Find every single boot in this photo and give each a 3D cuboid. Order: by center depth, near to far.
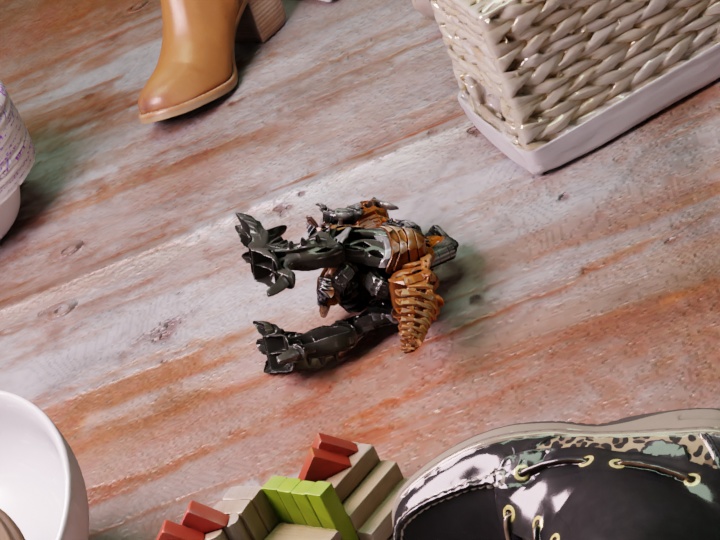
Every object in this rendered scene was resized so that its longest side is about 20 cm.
[{"bbox_3d":[0.097,0.141,1.190,0.199,0.074,0.151,-10,30,19],"label":"boot"},{"bbox_3d":[-0.145,-0.221,1.977,0.073,0.155,0.200,-7,32,34],"label":"boot"}]

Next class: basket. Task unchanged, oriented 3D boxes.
[{"bbox_3d":[0.156,-0.176,1.657,0.199,0.124,0.136,-29,27,-7],"label":"basket"}]

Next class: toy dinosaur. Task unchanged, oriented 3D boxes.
[{"bbox_3d":[0.000,0.000,1.521,0.135,0.103,0.200,-13,2,-11],"label":"toy dinosaur"}]

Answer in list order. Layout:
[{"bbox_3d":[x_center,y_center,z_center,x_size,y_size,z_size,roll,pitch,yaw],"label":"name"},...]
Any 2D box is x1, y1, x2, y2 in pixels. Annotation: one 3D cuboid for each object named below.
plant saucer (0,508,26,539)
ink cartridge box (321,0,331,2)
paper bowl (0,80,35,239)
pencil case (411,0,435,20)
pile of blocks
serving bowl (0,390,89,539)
[{"bbox_3d":[-0.262,0.202,1.340,0.199,0.029,0.201,-18,49,21],"label":"plant saucer"},{"bbox_3d":[-0.004,-0.319,2.110,0.200,0.085,0.144,-37,28,-22],"label":"ink cartridge box"},{"bbox_3d":[-0.343,-0.060,1.920,0.199,0.105,0.201,-21,26,11],"label":"paper bowl"},{"bbox_3d":[0.129,-0.236,1.842,0.199,0.078,0.090,-2,54,41],"label":"pencil case"},{"bbox_3d":[-0.063,0.148,1.330,0.199,0.062,0.082,-33,27,-13],"label":"pile of blocks"},{"bbox_3d":[-0.230,0.169,1.410,0.199,0.066,0.201,-19,49,23],"label":"serving bowl"}]
